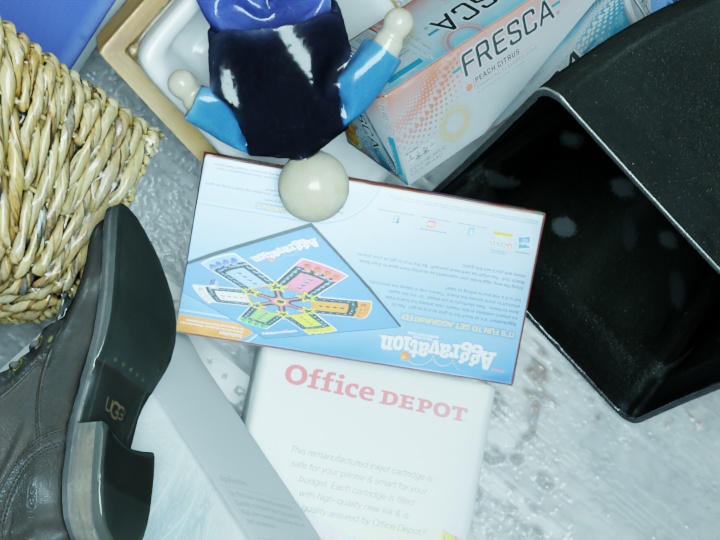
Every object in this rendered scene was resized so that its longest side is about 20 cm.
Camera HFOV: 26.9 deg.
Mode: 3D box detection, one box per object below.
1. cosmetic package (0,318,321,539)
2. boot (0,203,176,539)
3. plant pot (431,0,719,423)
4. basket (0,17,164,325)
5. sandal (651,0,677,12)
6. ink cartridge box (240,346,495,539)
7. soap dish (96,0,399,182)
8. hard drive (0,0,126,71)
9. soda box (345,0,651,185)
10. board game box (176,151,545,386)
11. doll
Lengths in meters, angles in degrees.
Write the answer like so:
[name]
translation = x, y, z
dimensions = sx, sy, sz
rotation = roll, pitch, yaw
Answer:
[cosmetic package]
translation = -0.143, 0.157, 0.809
dimensions = 0.199, 0.123, 0.200
rotation = -41, 66, 7
[boot]
translation = -0.185, 0.064, 0.734
dimensions = 0.173, 0.069, 0.201
rotation = -9, 55, 18
[plant pot]
translation = 0.193, -0.053, 0.918
dimensions = 0.200, 0.200, 0.177
rotation = 47, 66, 0
[basket]
translation = -0.236, -0.063, 0.826
dimensions = 0.149, 0.199, 0.144
rotation = 35, 78, -40
[sandal]
translation = 0.144, -0.202, 0.979
dimensions = 0.198, 0.087, 0.080
rotation = 9, 76, -9
[ink cartridge box]
translation = -0.011, 0.151, 0.904
dimensions = 0.144, 0.088, 0.202
rotation = 12, 82, -7
[soap dish]
translation = -0.051, -0.124, 0.901
dimensions = 0.158, 0.081, 0.200
rotation = -51, 128, -11
[hard drive]
translation = -0.188, -0.200, 0.879
dimensions = 0.132, 0.200, 0.025
rotation = 49, 47, 1
[soda box]
translation = 0.078, -0.137, 0.887
dimensions = 0.199, 0.069, 0.064
rotation = -35, 45, -17
[board game box]
translation = 0.000, 0.000, 0.862
dimensions = 0.198, 0.019, 0.104
rotation = 10, 96, -8
[doll]
translation = -0.039, -0.124, 0.803
dimensions = 0.135, 0.048, 0.202
rotation = -10, 101, 2
